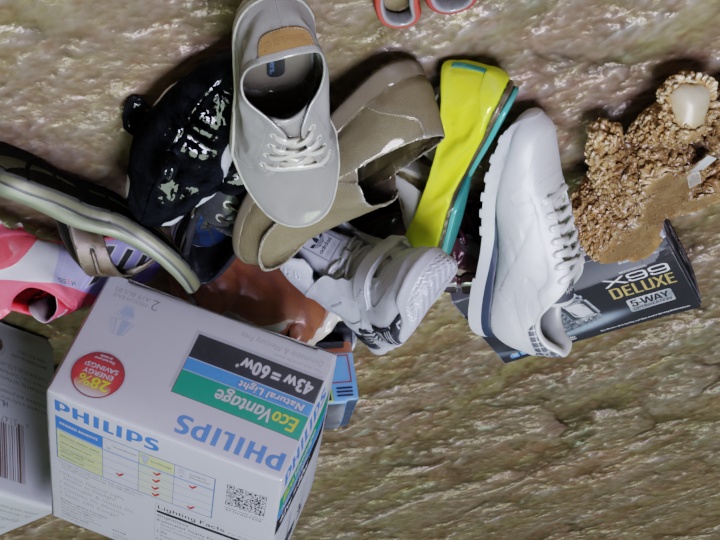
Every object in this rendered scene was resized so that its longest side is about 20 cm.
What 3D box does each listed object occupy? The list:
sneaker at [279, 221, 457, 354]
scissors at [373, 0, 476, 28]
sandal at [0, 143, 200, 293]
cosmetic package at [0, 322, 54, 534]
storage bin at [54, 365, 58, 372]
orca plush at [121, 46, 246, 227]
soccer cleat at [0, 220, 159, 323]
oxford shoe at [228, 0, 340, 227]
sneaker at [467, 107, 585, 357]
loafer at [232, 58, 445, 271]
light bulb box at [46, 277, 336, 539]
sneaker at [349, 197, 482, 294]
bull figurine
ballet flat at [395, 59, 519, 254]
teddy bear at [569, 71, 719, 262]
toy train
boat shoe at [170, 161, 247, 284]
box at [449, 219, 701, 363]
[{"bbox_3d":[0.000,0.000,1.237,0.114,0.075,0.200,37,166,-1],"label":"sneaker"},{"bbox_3d":[0.043,-0.215,1.035,0.072,0.014,0.201,-6,154,-2],"label":"scissors"},{"bbox_3d":[-0.207,-0.031,1.224,0.200,0.080,0.058,27,100,-32],"label":"sandal"},{"bbox_3d":[-0.392,0.146,1.432,0.198,0.168,0.167,-24,149,25],"label":"cosmetic package"},{"bbox_3d":[-0.237,0.150,1.569,0.198,0.095,0.135,-19,152,18],"label":"storage bin"},{"bbox_3d":[-0.111,-0.082,1.142,0.199,0.071,0.105,-29,118,35],"label":"orca plush"},{"bbox_3d":[-0.230,0.008,1.286,0.066,0.077,0.199,-27,162,30],"label":"soccer cleat"},{"bbox_3d":[-0.048,-0.093,1.074,0.074,0.058,0.201,-14,140,-9],"label":"oxford shoe"},{"bbox_3d":[0.139,-0.029,1.273,0.076,0.080,0.202,-31,132,-43],"label":"sneaker"},{"bbox_3d":[-0.016,-0.064,1.184,0.200,0.068,0.076,-47,157,23],"label":"loafer"},{"bbox_3d":[-0.136,0.134,1.306,0.196,0.126,0.201,20,143,5],"label":"light bulb box"},{"bbox_3d":[0.067,-0.036,1.330,0.198,0.076,0.116,-14,145,2],"label":"sneaker"},{"bbox_3d":[-0.078,0.035,1.390,0.198,0.123,0.065,14,170,-26],"label":"bull figurine"},{"bbox_3d":[0.060,-0.079,1.234,0.066,0.067,0.201,23,135,3],"label":"ballet flat"},{"bbox_3d":[0.233,-0.088,1.283,0.143,0.067,0.201,-12,150,-16],"label":"teddy bear"},{"bbox_3d":[-0.097,0.088,1.467,0.197,0.115,0.087,-3,152,-13],"label":"toy train"},{"bbox_3d":[-0.098,-0.052,1.250,0.069,0.067,0.200,6,150,-27],"label":"boat shoe"},{"bbox_3d":[0.194,0.010,1.479,0.198,0.050,0.158,-17,152,16],"label":"box"}]
